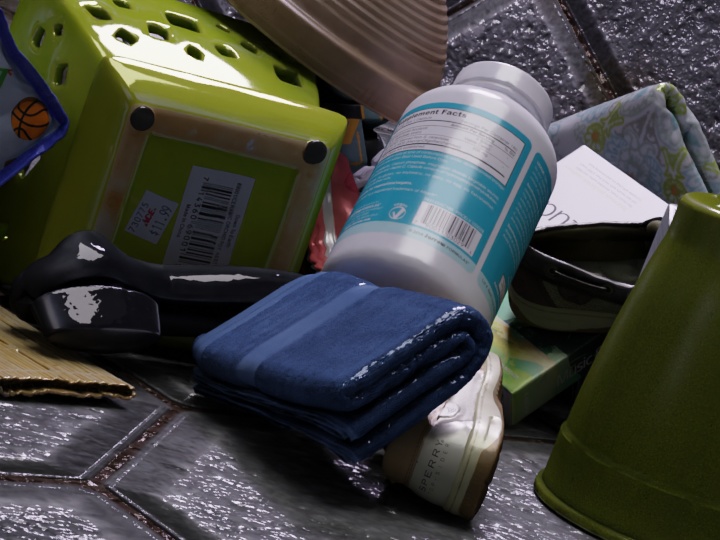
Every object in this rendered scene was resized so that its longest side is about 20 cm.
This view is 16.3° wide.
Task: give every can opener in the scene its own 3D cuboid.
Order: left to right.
[{"bbox_3d":[-0.116,0.020,1.489,0.199,0.079,0.063,3,-29,-39],"label":"can opener"}]

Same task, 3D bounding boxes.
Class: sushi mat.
[{"bbox_3d":[-0.217,0.036,1.438,0.095,0.012,0.200,6,13,-39],"label":"sushi mat"}]

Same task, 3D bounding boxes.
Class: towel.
[{"bbox_3d":[-0.013,0.049,1.400,0.111,0.049,0.200,-32,19,-20],"label":"towel"},{"bbox_3d":[0.216,-0.032,1.893,0.048,0.201,0.171,-31,7,-38],"label":"towel"}]

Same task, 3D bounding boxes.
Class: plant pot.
[{"bbox_3d":[-0.128,-0.057,1.591,0.198,0.201,0.181,13,15,-27],"label":"plant pot"},{"bbox_3d":[-0.009,-0.191,1.694,0.200,0.093,0.201,35,12,-9],"label":"plant pot"},{"bbox_3d":[0.223,0.063,1.463,0.199,0.194,0.200,16,9,-3],"label":"plant pot"}]

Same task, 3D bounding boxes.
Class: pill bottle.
[{"bbox_3d":[0.057,-0.039,1.579,0.110,0.111,0.201,18,53,14],"label":"pill bottle"}]

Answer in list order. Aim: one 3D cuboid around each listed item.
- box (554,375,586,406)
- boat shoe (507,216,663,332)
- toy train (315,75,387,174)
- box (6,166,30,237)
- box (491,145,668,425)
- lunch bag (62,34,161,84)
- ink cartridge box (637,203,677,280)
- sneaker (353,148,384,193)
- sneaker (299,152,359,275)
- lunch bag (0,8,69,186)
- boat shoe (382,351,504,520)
[{"bbox_3d":[0.133,0.004,1.832,0.199,0.087,0.163,24,33,38],"label":"box"},{"bbox_3d":[0.195,0.000,1.624,0.199,0.066,0.072,-1,49,4],"label":"boat shoe"},{"bbox_3d":[-0.063,-0.105,1.785,0.199,0.115,0.085,0,-11,-40],"label":"toy train"},{"bbox_3d":[-0.321,-0.097,1.705,0.198,0.123,0.106,14,10,-7],"label":"box"},{"bbox_3d":[0.128,0.006,1.694,0.199,0.037,0.144,-34,51,-24],"label":"box"},{"bbox_3d":[-0.130,-0.076,1.853,0.199,0.140,0.168,11,39,-30],"label":"lunch bag"},{"bbox_3d":[0.259,0.068,1.600,0.196,0.201,0.047,15,37,-2],"label":"ink cartridge box"},{"bbox_3d":[0.017,-0.026,1.748,0.091,0.200,0.078,34,-25,38],"label":"sneaker"},{"bbox_3d":[0.000,0.000,1.662,0.086,0.074,0.201,9,43,-16],"label":"sneaker"},{"bbox_3d":[-0.301,-0.078,1.519,0.170,0.200,0.124,25,-29,57],"label":"lunch bag"},{"bbox_3d":[0.041,0.080,1.428,0.066,0.075,0.200,20,9,-5],"label":"boat shoe"}]
